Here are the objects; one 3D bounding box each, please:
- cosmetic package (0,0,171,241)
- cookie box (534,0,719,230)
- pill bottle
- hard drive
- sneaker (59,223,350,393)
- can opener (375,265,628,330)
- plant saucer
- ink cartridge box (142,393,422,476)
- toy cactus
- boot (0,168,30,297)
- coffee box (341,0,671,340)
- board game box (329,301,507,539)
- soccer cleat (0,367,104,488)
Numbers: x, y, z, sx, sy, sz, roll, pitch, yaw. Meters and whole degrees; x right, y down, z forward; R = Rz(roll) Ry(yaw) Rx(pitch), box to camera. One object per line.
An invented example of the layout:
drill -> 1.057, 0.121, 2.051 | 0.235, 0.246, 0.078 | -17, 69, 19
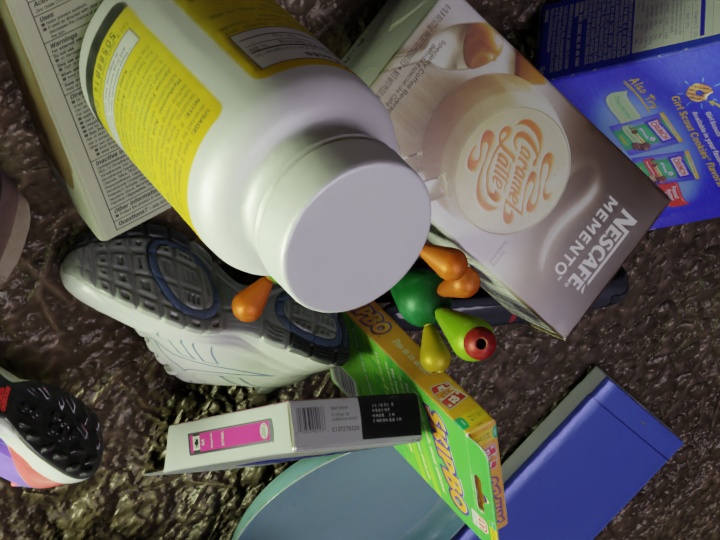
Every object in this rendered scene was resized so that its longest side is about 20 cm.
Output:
cosmetic package -> -0.137, -0.126, 1.047 | 0.105, 0.071, 0.200 | -28, 134, -15
cookie box -> 0.234, -0.113, 1.239 | 0.199, 0.075, 0.171 | -10, 142, 25
pill bottle -> -0.051, -0.067, 0.958 | 0.111, 0.200, 0.112 | -19, 131, -23
hard drive -> 0.150, 0.178, 1.513 | 0.200, 0.025, 0.132 | -47, 136, 5
sneaker -> -0.102, 0.035, 1.197 | 0.200, 0.075, 0.087 | 24, 134, -32
can opener -> 0.096, 0.017, 1.325 | 0.199, 0.063, 0.079 | -6, 126, -32
plant saucer -> -0.006, 0.172, 1.373 | 0.199, 0.027, 0.201 | -19, 143, -14
ink cartridge box -> -0.055, 0.107, 1.239 | 0.094, 0.200, 0.037 | -2, 79, -34
toy cactus -> 0.000, 0.000, 1.195 | 0.165, 0.199, 0.103 | -3, 116, -80
boot -> -0.229, -0.053, 1.045 | 0.146, 0.070, 0.201 | 25, 87, -60
coffee box -> 0.075, -0.067, 1.172 | 0.200, 0.080, 0.115 | 40, 85, -22
board game box -> 0.035, 0.087, 1.237 | 0.030, 0.200, 0.096 | -26, 134, -17
soccer cleat -> -0.240, 0.071, 1.138 | 0.073, 0.068, 0.200 | -21, 135, 33
